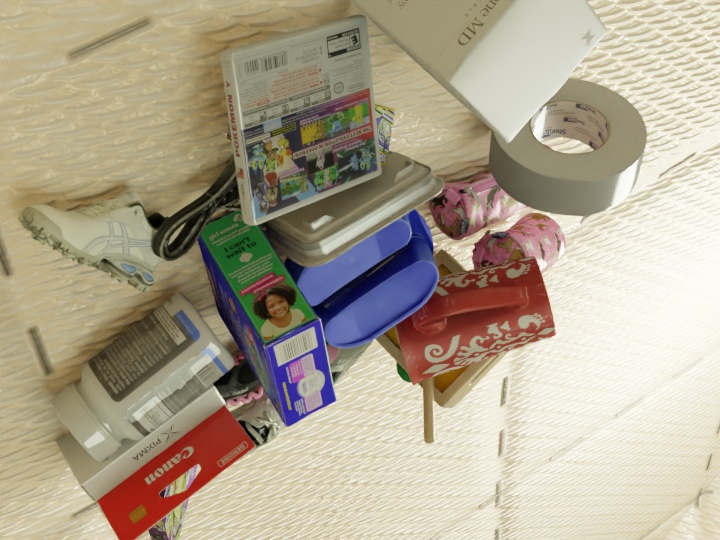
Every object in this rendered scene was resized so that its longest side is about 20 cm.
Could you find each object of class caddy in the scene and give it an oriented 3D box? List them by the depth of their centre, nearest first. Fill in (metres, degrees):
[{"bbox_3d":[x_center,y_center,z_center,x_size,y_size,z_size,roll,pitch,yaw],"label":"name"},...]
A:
[{"bbox_3d":[0.000,0.000,1.527,0.199,0.105,0.142,-33,109,1],"label":"caddy"}]

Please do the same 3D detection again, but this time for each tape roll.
[{"bbox_3d":[0.268,-0.163,1.635,0.200,0.200,0.066,-27,143,-22],"label":"tape roll"}]

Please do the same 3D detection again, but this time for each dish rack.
[{"bbox_3d":[-0.017,-0.085,1.481,0.199,0.171,0.044,-31,116,-16],"label":"dish rack"}]

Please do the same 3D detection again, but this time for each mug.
[{"bbox_3d":[0.146,0.065,1.617,0.199,0.178,0.134,-15,104,3],"label":"mug"}]

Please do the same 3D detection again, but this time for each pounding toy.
[{"bbox_3d":[0.113,0.107,1.751,0.200,0.184,0.142,-46,166,4],"label":"pounding toy"}]

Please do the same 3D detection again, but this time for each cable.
[{"bbox_3d":[-0.148,-0.081,1.401,0.200,0.050,0.098,-40,149,-40],"label":"cable"}]

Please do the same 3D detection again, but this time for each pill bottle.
[{"bbox_3d":[-0.259,0.128,1.492,0.200,0.114,0.114,-38,146,-7],"label":"pill bottle"}]

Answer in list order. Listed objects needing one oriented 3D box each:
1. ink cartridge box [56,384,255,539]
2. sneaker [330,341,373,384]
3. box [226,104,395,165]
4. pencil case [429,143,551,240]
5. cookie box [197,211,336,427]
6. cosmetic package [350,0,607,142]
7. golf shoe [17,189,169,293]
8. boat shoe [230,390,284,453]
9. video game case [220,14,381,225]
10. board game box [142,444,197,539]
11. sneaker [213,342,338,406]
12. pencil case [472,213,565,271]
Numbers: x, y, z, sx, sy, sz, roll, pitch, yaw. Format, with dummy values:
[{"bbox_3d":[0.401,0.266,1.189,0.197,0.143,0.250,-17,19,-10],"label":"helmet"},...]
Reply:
[{"bbox_3d":[-0.251,0.211,1.529,0.200,0.176,0.045,-37,134,-10],"label":"ink cartridge box"},{"bbox_3d":[-0.047,0.117,1.744,0.200,0.072,0.073,-43,-172,17],"label":"sneaker"},{"bbox_3d":[-0.053,-0.165,1.410,0.199,0.064,0.071,3,98,-46],"label":"box"},{"bbox_3d":[0.192,-0.109,1.724,0.199,0.086,0.083,-22,110,-28],"label":"pencil case"},{"bbox_3d":[-0.111,0.053,1.477,0.075,0.200,0.172,-26,143,-13],"label":"cookie box"},{"bbox_3d":[0.123,-0.282,1.359,0.168,0.200,0.166,-48,146,7],"label":"cosmetic package"},{"bbox_3d":[-0.278,-0.050,1.334,0.098,0.078,0.200,-63,151,-1],"label":"golf shoe"},{"bbox_3d":[-0.139,0.205,1.700,0.199,0.066,0.072,-29,115,5],"label":"boat shoe"},{"bbox_3d":[-0.059,-0.164,1.341,0.199,0.023,0.183,-25,117,-41],"label":"video game case"},{"bbox_3d":[-0.235,0.250,1.602,0.032,0.201,0.120,2,139,9],"label":"board game box"},{"bbox_3d":[-0.131,0.110,1.649,0.199,0.079,0.096,-25,104,-20],"label":"sneaker"},{"bbox_3d":[0.227,-0.029,1.780,0.082,0.087,0.200,-23,179,27],"label":"pencil case"}]
